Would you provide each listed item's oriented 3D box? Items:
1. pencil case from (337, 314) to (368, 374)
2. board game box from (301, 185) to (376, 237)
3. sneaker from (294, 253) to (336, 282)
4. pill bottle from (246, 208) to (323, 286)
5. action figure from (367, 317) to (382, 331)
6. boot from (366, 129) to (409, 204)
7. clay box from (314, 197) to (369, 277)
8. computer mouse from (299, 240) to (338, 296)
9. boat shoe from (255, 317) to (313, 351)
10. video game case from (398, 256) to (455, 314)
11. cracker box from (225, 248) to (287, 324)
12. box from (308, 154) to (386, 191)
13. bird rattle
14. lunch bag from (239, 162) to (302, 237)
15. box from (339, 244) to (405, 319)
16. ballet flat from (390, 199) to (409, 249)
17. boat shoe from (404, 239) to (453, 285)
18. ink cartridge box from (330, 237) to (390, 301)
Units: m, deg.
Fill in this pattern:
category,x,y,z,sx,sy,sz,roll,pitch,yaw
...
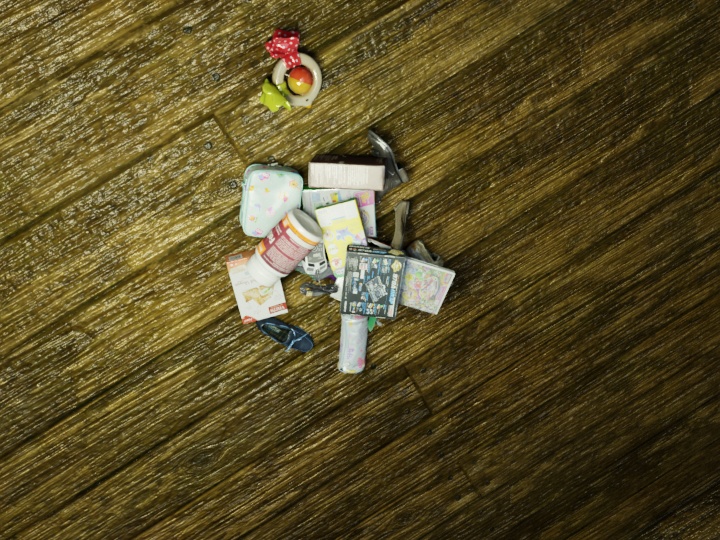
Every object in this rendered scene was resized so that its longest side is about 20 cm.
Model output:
category,x,y,z,sx,sy,sz,roll,pitch,yaw
pencil case,-0.026,0.218,1.835,0.091,0.083,0.200,-11,116,-37
board game box,-0.058,-0.163,1.654,0.200,0.040,0.153,-3,116,0
sneaker,-0.147,-0.002,1.711,0.200,0.074,0.088,3,116,-19
pill bottle,-0.203,-0.057,1.569,0.114,0.114,0.200,36,110,-27
action figure,0.061,0.072,1.747,0.055,0.118,0.200,8,131,-1
boot,0.025,-0.269,1.654,0.174,0.069,0.200,-33,111,8
clay box,-0.042,-0.088,1.626,0.115,0.048,0.200,-13,106,6
computer mouse,-0.128,-0.028,1.648,0.110,0.044,0.200,-9,91,-24
boat shoe,-0.228,0.200,1.773,0.200,0.069,0.084,25,104,-25
video game case,0.144,0.036,1.653,0.200,0.018,0.143,17,118,-7
cracker box,-0.294,0.041,1.691,0.134,0.058,0.200,-15,117,-10
box,-0.032,-0.260,1.581,0.200,0.100,0.075,5,112,3
bird rattle,-0.175,-0.494,1.498,0.163,0.113,0.200,12,96,-33
lunch bag,-0.243,-0.188,1.593,0.160,0.077,0.200,4,115,-18
box,0.030,0.033,1.618,0.159,0.046,0.200,6,119,-2
ballet flat,0.106,-0.114,1.702,0.046,0.067,0.200,9,69,5
boat shoe,0.221,-0.017,1.815,0.200,0.075,0.068,36,104,-26
ink cartridge box,0.000,0.000,1.697,0.109,0.050,0.200,22,102,-3
